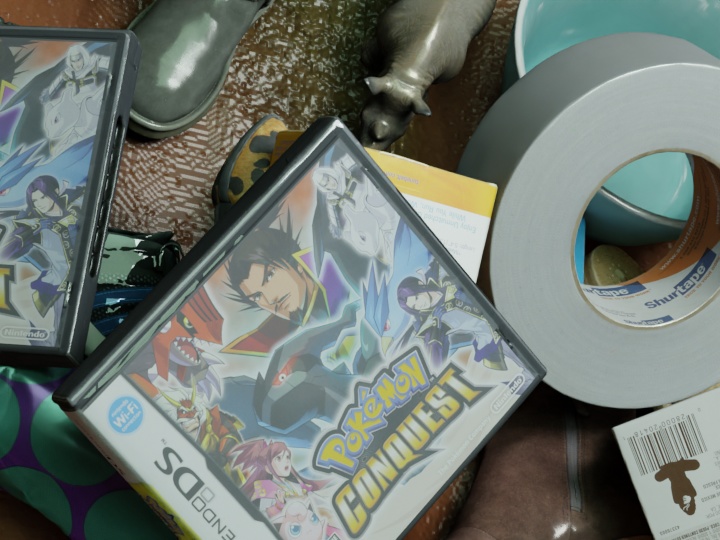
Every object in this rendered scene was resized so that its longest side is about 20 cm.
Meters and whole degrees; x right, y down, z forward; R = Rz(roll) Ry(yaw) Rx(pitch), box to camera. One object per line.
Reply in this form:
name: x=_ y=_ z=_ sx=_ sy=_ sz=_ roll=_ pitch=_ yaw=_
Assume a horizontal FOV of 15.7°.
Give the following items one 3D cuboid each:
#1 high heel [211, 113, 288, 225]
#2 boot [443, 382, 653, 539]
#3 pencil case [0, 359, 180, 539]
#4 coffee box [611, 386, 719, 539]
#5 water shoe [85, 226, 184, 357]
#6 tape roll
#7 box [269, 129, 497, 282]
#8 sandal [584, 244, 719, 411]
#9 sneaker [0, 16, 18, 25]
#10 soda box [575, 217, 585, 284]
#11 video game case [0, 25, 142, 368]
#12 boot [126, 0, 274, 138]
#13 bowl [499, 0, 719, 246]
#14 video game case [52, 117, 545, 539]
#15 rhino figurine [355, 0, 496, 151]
high heel: x=0.000 y=0.000 z=1.426 sx=0.200 sy=0.071 sz=0.143 roll=14 pitch=81 yaw=-41
boot: x=0.077 y=0.132 z=1.468 sx=0.199 sy=0.072 sz=0.167 roll=8 pitch=52 yaw=-19
pencil case: x=-0.122 y=0.119 z=1.360 sx=0.200 sy=0.092 sz=0.085 roll=36 pitch=26 yaw=-1
coffee box: x=0.217 y=0.165 z=1.445 sx=0.080 sy=0.114 sz=0.201 roll=-22 pitch=85 yaw=15
water shoe: x=-0.116 y=0.019 z=1.403 sx=0.200 sy=0.072 sz=0.079 roll=39 pitch=92 yaw=-2
tape roll: x=0.152 y=-0.027 z=1.442 sx=0.200 sy=0.066 sz=0.201 roll=-8 pitch=113 yaw=-18
box: x=-0.007 y=0.038 z=1.359 sx=0.119 sy=0.041 sz=0.201 roll=15 pitch=87 yaw=-27
sandal: x=0.210 y=0.063 z=1.533 sx=0.212 sy=0.070 sz=0.078 roll=54 pitch=37 yaw=8
sneaker: x=-0.239 y=-0.122 z=1.433 sx=0.200 sy=0.076 sz=0.091 roll=39 pitch=67 yaw=2
soda box: x=0.027 y=-0.012 z=1.501 sx=0.199 sy=0.064 sz=0.068 roll=13 pitch=62 yaw=-18
video game case: x=-0.224 y=-0.043 z=1.351 sx=0.199 sy=0.026 sz=0.181 roll=3 pitch=69 yaw=15
boot: x=-0.065 y=-0.185 z=1.460 sx=0.072 sy=0.200 sz=0.182 roll=32 pitch=58 yaw=-7
bowl: x=0.164 y=-0.095 z=1.577 sx=0.200 sy=0.105 sz=0.201 roll=10 pitch=62 yaw=-19
video game case: x=-0.026 y=0.057 z=1.305 sx=0.200 sy=0.025 sz=0.181 roll=-47 pitch=110 yaw=-18
rhino figurine: x=0.037 y=-0.138 z=1.551 sx=0.060 sy=0.087 sz=0.200 roll=31 pitch=58 yaw=-7
